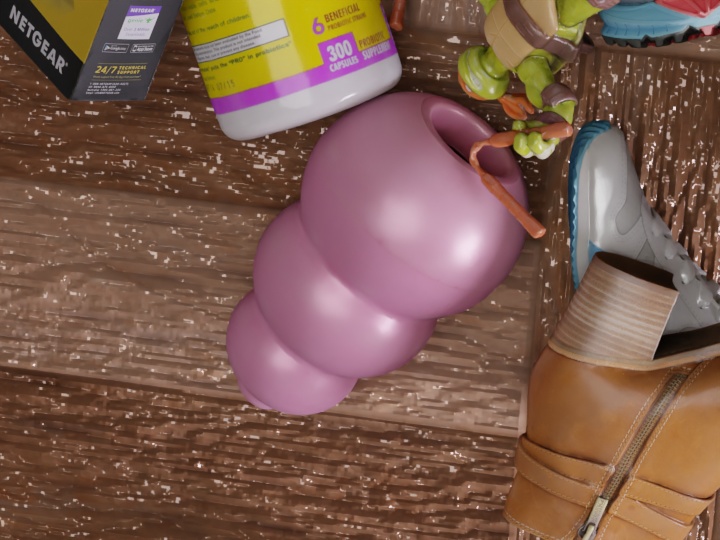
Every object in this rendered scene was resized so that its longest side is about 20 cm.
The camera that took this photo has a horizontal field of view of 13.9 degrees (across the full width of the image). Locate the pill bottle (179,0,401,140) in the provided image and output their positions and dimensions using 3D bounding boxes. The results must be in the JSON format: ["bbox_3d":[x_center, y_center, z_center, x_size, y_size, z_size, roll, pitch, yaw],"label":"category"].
[{"bbox_3d":[-0.055,-0.177,1.564,0.104,0.104,0.201,-17,98,16],"label":"pill bottle"}]

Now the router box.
[{"bbox_3d":[-0.157,-0.207,1.542,0.200,0.052,0.158,46,124,36],"label":"router box"}]

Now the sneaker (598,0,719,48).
[{"bbox_3d":[0.212,-0.175,1.519,0.199,0.079,0.096,-11,98,15],"label":"sneaker"}]

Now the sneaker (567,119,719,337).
[{"bbox_3d":[0.156,0.012,1.583,0.080,0.077,0.201,-12,107,8],"label":"sneaker"}]

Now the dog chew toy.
[{"bbox_3d":[0.000,0.000,1.589,0.124,0.125,0.200,41,115,1],"label":"dog chew toy"}]

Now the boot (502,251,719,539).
[{"bbox_3d":[0.181,0.093,1.531,0.199,0.074,0.155,22,105,9],"label":"boot"}]

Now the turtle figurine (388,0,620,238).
[{"bbox_3d":[0.099,-0.129,1.523,0.161,0.064,0.200,-47,49,37],"label":"turtle figurine"}]
